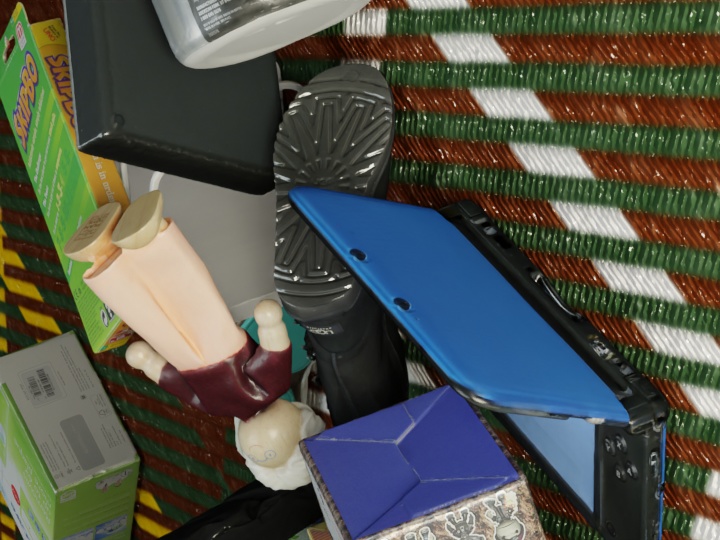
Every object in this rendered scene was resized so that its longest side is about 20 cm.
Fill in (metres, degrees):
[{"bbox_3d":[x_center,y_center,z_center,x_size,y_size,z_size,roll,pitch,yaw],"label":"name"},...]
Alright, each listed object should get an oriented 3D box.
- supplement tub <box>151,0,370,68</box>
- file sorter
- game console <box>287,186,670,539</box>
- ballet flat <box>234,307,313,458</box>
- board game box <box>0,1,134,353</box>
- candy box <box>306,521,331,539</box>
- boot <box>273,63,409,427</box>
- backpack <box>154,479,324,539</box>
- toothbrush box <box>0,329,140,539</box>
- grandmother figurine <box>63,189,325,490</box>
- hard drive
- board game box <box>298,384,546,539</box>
[{"bbox_3d":[-0.078,-0.221,1.425,0.200,0.122,0.123,69,160,4],"label":"supplement tub"},{"bbox_3d":[-0.106,-0.071,1.621,0.200,0.139,0.125,44,145,49],"label":"file sorter"},{"bbox_3d":[0.058,0.055,1.348,0.200,0.118,0.171,49,152,44],"label":"game console"},{"bbox_3d":[-0.062,0.053,1.745,0.069,0.069,0.200,56,157,33],"label":"ballet flat"},{"bbox_3d":[-0.174,-0.058,1.578,0.200,0.030,0.096,66,154,12],"label":"board game box"},{"bbox_3d":[0.038,0.209,1.635,0.200,0.056,0.117,-8,102,68],"label":"candy box"},{"bbox_3d":[0.000,0.001,1.516,0.200,0.066,0.165,66,-149,-57],"label":"boot"},{"bbox_3d":[-0.051,0.250,1.768,0.200,0.167,0.127,64,157,-4],"label":"backpack"},{"bbox_3d":[-0.268,0.172,2.341,0.146,0.086,0.200,60,159,25],"label":"toothbrush box"},{"bbox_3d":[-0.087,0.047,1.489,0.121,0.061,0.200,-6,129,49],"label":"grandmother figurine"},{"bbox_3d":[-0.107,-0.150,1.478,0.033,0.139,0.200,-25,64,39],"label":"hard drive"},{"bbox_3d":[0.053,0.186,1.390,0.159,0.097,0.200,-123,14,-70],"label":"board game box"}]
